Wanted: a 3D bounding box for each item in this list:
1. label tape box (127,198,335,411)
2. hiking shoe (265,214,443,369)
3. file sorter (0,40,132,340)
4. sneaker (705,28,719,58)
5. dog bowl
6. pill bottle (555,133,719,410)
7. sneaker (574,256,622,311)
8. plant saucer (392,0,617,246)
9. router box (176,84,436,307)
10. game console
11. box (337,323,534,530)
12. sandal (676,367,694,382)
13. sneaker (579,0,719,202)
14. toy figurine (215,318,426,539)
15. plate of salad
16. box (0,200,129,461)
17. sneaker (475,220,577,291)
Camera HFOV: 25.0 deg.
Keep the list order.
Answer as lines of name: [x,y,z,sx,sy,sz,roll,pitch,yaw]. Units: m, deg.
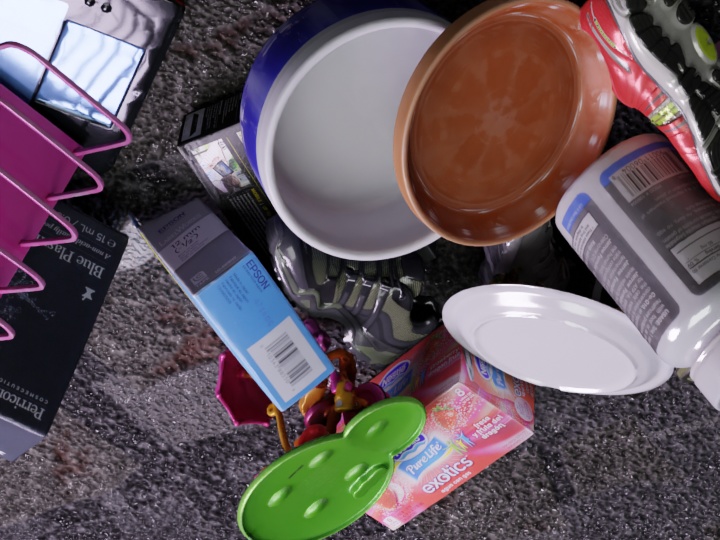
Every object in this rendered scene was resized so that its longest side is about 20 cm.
label tape box: [-0.115,0.016,1.403,0.066,0.200,0.144,-37,122,-4]
hiking shoe: [0.000,0.000,1.362,0.100,0.076,0.200,-31,136,17]
file sorter: [-0.291,-0.059,1.261,0.139,0.201,0.125,39,155,-28]
sneaker: [0.281,-0.134,1.263,0.199,0.082,0.070,15,131,-6]
dog bowl: [0.009,-0.114,1.263,0.199,0.079,0.201,-10,121,-17]
pill bottle: [0.251,0.002,1.250,0.113,0.200,0.114,-28,155,-15]
sneaker: [0.237,0.022,1.420,0.089,0.070,0.201,0,136,0]
plant saucer: [0.109,-0.116,1.233,0.199,0.032,0.202,-16,123,-26]
router box: [-0.042,-0.070,1.378,0.148,0.051,0.200,-19,127,19]
game console: [-0.256,-0.178,1.325,0.176,0.031,0.200,23,130,-12]
box: [0.064,0.141,1.519,0.094,0.103,0.200,35,128,-21]
sandal: [0.325,0.013,1.317,0.079,0.057,0.202,9,122,-43]
sneaker: [0.235,-0.135,1.216,0.201,0.077,0.085,55,153,-18]
toy figurine: [-0.055,0.116,1.465,0.200,0.185,0.150,-44,141,18]
plate of salad: [0.167,0.052,1.364,0.199,0.048,0.200,16,156,7]
box: [-0.331,0.026,1.381,0.196,0.201,0.117,28,154,-18]
sneaker: [0.148,-0.017,1.403,0.081,0.075,0.201,-4,139,-9]
